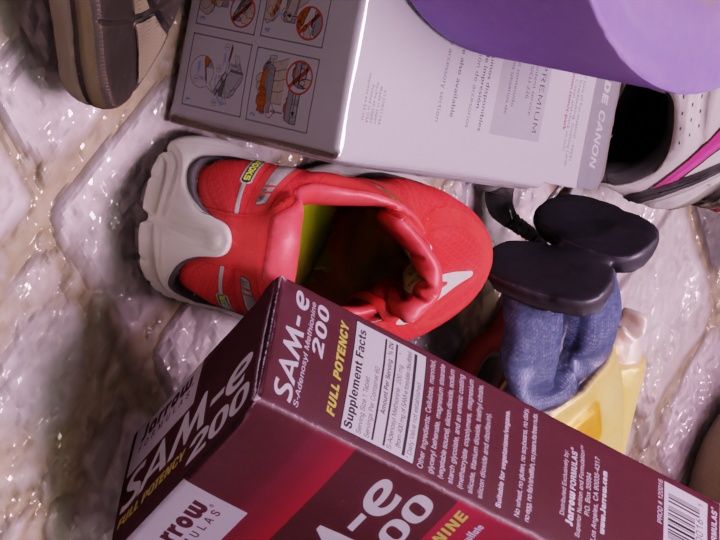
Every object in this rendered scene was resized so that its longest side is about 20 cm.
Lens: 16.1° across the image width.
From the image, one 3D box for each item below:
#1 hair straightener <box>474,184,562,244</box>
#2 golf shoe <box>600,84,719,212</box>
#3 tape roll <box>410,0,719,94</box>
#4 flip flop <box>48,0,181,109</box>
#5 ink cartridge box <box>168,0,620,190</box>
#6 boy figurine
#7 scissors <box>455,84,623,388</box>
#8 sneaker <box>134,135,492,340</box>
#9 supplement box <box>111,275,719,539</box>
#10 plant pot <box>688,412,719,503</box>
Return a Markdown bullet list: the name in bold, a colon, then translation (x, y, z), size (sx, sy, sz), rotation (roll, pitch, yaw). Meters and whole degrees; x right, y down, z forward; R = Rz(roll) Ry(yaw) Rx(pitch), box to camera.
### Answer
- **hair straightener**: translation (0.086, -0.101, 1.062), size (0.077, 0.041, 0.202), rotation (-16, 118, -32)
- **golf shoe**: translation (0.162, -0.100, 1.089), size (0.091, 0.073, 0.201), rotation (2, 134, -27)
- **tape roll**: translation (0.093, -0.166, 0.872), size (0.199, 0.085, 0.202), rotation (-22, 118, -48)
- **flip flop**: translation (-0.089, -0.141, 0.799), size (0.081, 0.057, 0.201), rotation (-50, 154, -41)
- **ink cartridge box**: translation (0.031, -0.136, 0.941), size (0.175, 0.083, 0.202), rotation (6, 97, -53)
- **boy figurine**: translation (0.086, 0.072, 1.095), size (0.124, 0.064, 0.201), rotation (-39, 137, -41)
- **scissors**: translation (0.076, 0.004, 1.128), size (0.073, 0.014, 0.201), rotation (24, 83, -55)
- **sneaker**: translation (0.000, 0.000, 0.949), size (0.199, 0.084, 0.078), rotation (4, 99, -56)
- **supplement box**: translation (0.025, 0.093, 0.904), size (0.199, 0.109, 0.061), rotation (27, 43, -17)
- **plant pot**: translation (0.247, 0.126, 1.320), size (0.200, 0.134, 0.202), rotation (-25, 121, -50)
